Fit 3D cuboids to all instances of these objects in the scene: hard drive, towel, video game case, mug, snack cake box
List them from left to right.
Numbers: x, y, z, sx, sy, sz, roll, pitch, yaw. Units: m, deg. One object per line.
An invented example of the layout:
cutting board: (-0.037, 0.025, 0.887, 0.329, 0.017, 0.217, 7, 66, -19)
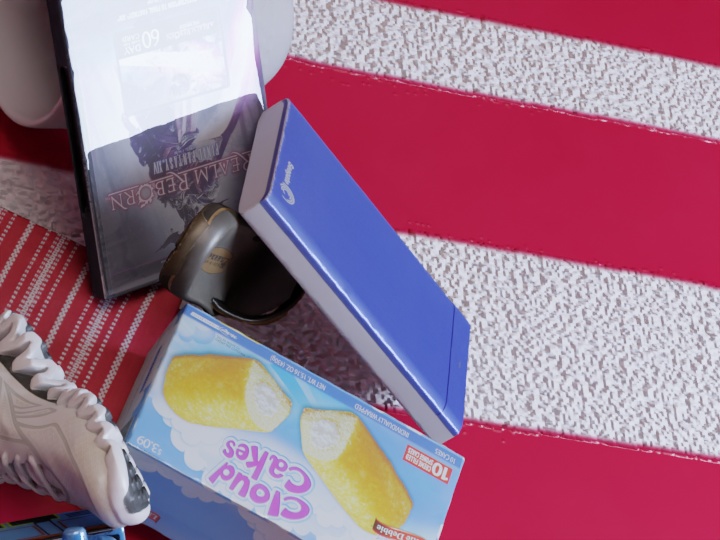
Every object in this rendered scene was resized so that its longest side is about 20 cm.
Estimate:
towel: (-0.216, 0.029, 1.673, 0.200, 0.022, 0.145, 26, 49, -5)
mug: (-0.149, -0.185, 1.787, 0.175, 0.148, 0.200, -2, 48, -34)
video game case: (-0.119, -0.097, 1.696, 0.143, 0.019, 0.200, -19, 109, -35)
snack cake box: (-0.049, 0.123, 1.635, 0.200, 0.067, 0.115, 30, 48, -11)
hard drive: (0.000, 0.000, 1.706, 0.200, 0.025, 0.132, 51, 23, -22)

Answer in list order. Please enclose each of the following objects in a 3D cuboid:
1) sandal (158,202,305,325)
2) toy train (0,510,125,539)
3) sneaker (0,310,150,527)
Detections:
sandal: (-0.061, -0.001, 1.681, 0.055, 0.082, 0.200, 31, 4, 16)
toy train: (-0.210, 0.187, 1.489, 0.200, 0.114, 0.087, -10, 99, -21)
sneaker: (-0.183, 0.098, 1.545, 0.081, 0.075, 0.200, -32, 35, -16)
